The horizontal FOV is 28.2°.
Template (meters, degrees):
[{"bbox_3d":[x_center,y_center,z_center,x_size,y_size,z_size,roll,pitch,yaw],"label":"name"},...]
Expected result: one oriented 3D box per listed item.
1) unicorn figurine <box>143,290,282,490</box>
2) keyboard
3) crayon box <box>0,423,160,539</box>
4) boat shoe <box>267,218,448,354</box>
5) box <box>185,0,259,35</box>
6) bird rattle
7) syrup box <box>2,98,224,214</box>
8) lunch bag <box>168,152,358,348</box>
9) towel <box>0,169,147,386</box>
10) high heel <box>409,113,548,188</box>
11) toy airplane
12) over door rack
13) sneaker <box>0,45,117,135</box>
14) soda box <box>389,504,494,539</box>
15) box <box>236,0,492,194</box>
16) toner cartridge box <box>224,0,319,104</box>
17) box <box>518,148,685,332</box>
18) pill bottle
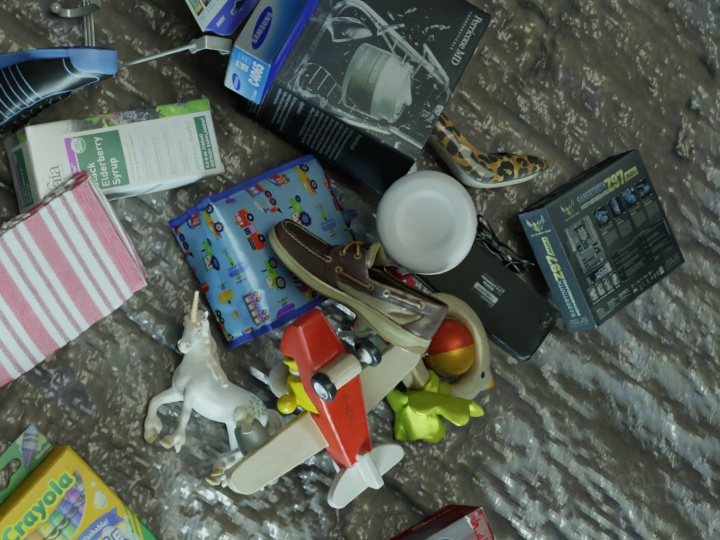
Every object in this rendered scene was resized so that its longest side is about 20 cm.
[{"bbox_3d":[-0.157,0.131,1.475,0.200,0.074,0.138,44,65,-35],"label":"unicorn figurine"},{"bbox_3d":[0.149,0.012,1.678,0.200,0.040,0.104,39,91,-20],"label":"keyboard"},{"bbox_3d":[-0.287,0.262,1.392,0.200,0.051,0.126,49,65,-15],"label":"crayon box"},{"bbox_3d":[0.000,0.000,1.437,0.200,0.072,0.072,37,108,12],"label":"boat shoe"},{"bbox_3d":[-0.151,-0.338,1.441,0.041,0.119,0.201,-17,73,-47],"label":"box"},{"bbox_3d":[0.074,0.089,1.606,0.162,0.112,0.201,-13,78,-41],"label":"bird rattle"},{"bbox_3d":[-0.248,-0.114,1.440,0.199,0.081,0.079,-13,91,-31],"label":"syrup box"},{"bbox_3d":[-0.077,-0.031,1.527,0.199,0.094,0.151,-27,92,-37],"label":"lunch bag"},{"bbox_3d":[-0.312,0.012,1.374,0.200,0.030,0.147,-36,130,-15],"label":"towel"},{"bbox_3d":[0.125,-0.166,1.652,0.199,0.071,0.144,-6,93,-20],"label":"high heel"},{"bbox_3d":[-0.036,0.138,1.462,0.199,0.141,0.200,14,100,-49],"label":"toy airplane"},{"bbox_3d":[-0.227,-0.275,1.409,0.066,0.199,0.149,3,82,-61],"label":"over door rack"},{"bbox_3d":[-0.323,-0.171,1.374,0.198,0.070,0.079,-4,99,12],"label":"sneaker"},{"bbox_3d":[0.052,0.326,1.558,0.199,0.070,0.064,-24,95,-28],"label":"soda box"},{"bbox_3d":[0.003,-0.222,1.538,0.196,0.124,0.201,30,70,-5],"label":"box"},{"bbox_3d":[-0.067,-0.271,1.422,0.043,0.095,0.201,28,70,-1],"label":"toner cartridge box"},{"bbox_3d":[0.294,-0.038,1.727,0.200,0.051,0.159,-31,100,-39],"label":"box"},{"bbox_3d":[0.072,-0.048,1.529,0.103,0.200,0.105,0,90,3],"label":"pill bottle"}]
